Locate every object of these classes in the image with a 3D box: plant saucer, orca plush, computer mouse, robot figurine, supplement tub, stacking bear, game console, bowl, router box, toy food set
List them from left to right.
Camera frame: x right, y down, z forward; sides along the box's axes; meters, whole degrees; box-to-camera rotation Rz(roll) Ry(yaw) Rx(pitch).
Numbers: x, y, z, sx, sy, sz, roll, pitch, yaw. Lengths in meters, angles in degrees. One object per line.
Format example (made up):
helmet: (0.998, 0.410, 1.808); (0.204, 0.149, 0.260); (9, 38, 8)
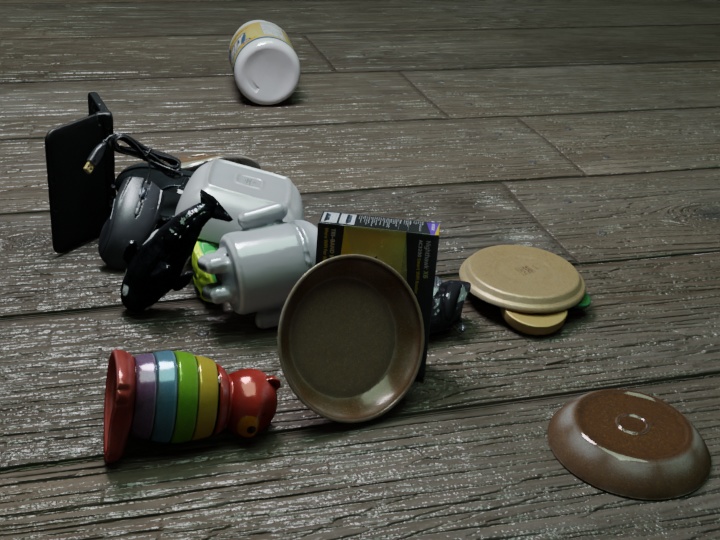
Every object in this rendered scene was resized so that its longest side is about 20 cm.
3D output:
game console: (-0.446, -0.157, 1.666); (0.115, 0.202, 0.176); (-8, 30, -24)
computer mouse: (-0.359, -0.112, 1.599); (0.139, 0.202, 0.046); (29, -18, -18)
orca plush: (-0.255, -0.011, 1.458); (0.199, 0.106, 0.071); (-36, 32, 2)
stacking bear: (-0.193, 0.151, 1.237); (0.197, 0.123, 0.114); (5, 33, -19)
bowl: (-0.177, -0.105, 1.627); (0.197, 0.075, 0.200); (15, 22, -7)
supplement tub: (-0.213, -0.461, 2.326); (0.143, 0.146, 0.201); (-2, 28, -12)
robot figurine: (-0.123, -0.007, 1.475); (0.198, 0.172, 0.113); (-11, 13, -20)
plant saucer: (-0.015, 0.083, 1.301); (0.198, 0.203, 0.037); (-11, 3, -26)
router box: (0.017, 0.032, 1.377); (0.155, 0.203, 0.052); (5, 20, 3)
toy food set: (0.246, 0.020, 1.596); (0.199, 0.049, 0.197); (24, 34, 33)
plant saucer: (0.328, 0.199, 1.288); (0.197, 0.037, 0.201); (3, 29, -2)

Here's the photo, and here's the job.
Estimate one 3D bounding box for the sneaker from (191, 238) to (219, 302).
sneaker: (-0.210, -0.022, 1.583); (0.082, 0.075, 0.201); (-3, 28, -5)

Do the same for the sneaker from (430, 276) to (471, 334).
sneaker: (0.093, 0.015, 1.530); (0.112, 0.076, 0.202); (3, 50, -17)

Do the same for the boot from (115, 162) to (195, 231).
boot: (-0.332, -0.103, 1.729); (0.195, 0.074, 0.163); (5, 35, 10)

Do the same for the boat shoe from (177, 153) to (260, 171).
boat shoe: (-0.274, -0.174, 1.861); (0.197, 0.077, 0.072); (-6, 27, -21)
